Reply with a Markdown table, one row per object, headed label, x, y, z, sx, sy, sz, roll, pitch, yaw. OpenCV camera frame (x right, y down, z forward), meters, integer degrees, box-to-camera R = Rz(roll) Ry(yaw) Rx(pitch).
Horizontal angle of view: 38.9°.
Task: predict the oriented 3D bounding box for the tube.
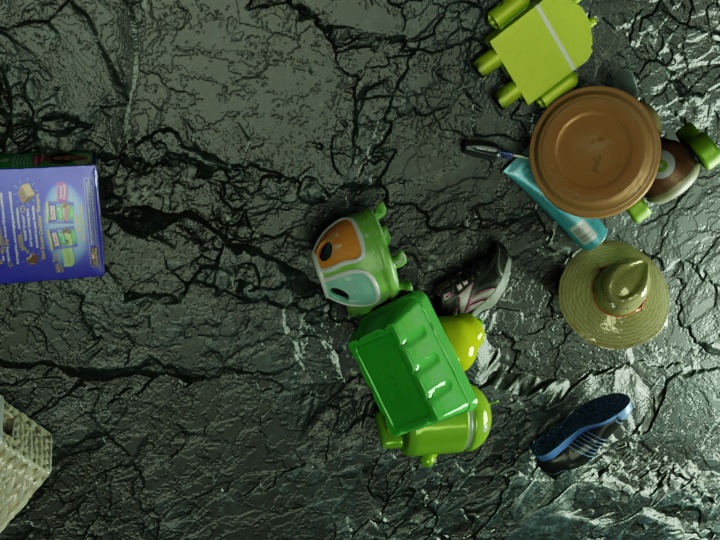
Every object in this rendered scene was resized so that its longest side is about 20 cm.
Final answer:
| label | x | y | z | sx | sy | sz | roll | pitch | yaw |
| --- | --- | --- | --- | --- | --- | --- | --- | --- | --- |
| tube | 0.321 | -0.117 | 1.649 | 0.077 | 0.050 | 0.200 | -46 | 108 | -5 |

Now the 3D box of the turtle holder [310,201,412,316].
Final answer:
| label | x | y | z | sx | sy | sz | roll | pitch | yaw |
| --- | --- | --- | --- | --- | --- | --- | --- | --- | --- |
| turtle holder | -0.004 | -0.011 | 1.565 | 0.130 | 0.186 | 0.142 | -20 | 81 | -4 |

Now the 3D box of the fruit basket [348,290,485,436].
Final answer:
| label | x | y | z | sx | sy | sz | roll | pitch | yaw |
| --- | --- | --- | --- | --- | --- | --- | --- | --- | --- |
| fruit basket | 0.101 | 0.133 | 1.577 | 0.155 | 0.217 | 0.216 | -26 | 119 | 33 |

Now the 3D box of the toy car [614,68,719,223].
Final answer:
| label | x | y | z | sx | sy | sz | roll | pitch | yaw |
| --- | --- | --- | --- | --- | --- | --- | --- | --- | --- |
| toy car | 0.433 | -0.210 | 1.596 | 0.164 | 0.158 | 0.200 | -38 | 103 | 14 |

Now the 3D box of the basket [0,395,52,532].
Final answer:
| label | x | y | z | sx | sy | sz | roll | pitch | yaw |
| --- | --- | --- | --- | --- | --- | --- | --- | --- | --- |
| basket | -0.564 | 0.309 | 1.525 | 0.123 | 0.136 | 0.200 | 38 | 98 | -25 |

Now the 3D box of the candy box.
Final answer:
| label | x | y | z | sx | sy | sz | roll | pitch | yaw |
| --- | --- | --- | --- | --- | --- | --- | --- | --- | --- |
| candy box | -0.468 | -0.075 | 1.440 | 0.197 | 0.077 | 0.171 | -4 | 112 | -14 |

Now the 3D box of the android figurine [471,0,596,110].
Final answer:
| label | x | y | z | sx | sy | sz | roll | pitch | yaw |
| --- | --- | --- | --- | --- | --- | --- | --- | --- | --- |
| android figurine | 0.270 | -0.341 | 1.554 | 0.199 | 0.041 | 0.182 | -39 | 114 | 2 |

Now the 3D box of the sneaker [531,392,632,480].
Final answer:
| label | x | y | z | sx | sy | sz | roll | pitch | yaw |
| --- | --- | --- | --- | --- | --- | --- | --- | --- | --- |
| sneaker | 0.402 | 0.295 | 1.812 | 0.199 | 0.070 | 0.078 | -32 | 119 | 5 |

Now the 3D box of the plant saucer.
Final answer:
| label | x | y | z | sx | sy | sz | roll | pitch | yaw |
| --- | --- | --- | --- | --- | --- | --- | --- | --- | --- |
| plant saucer | 0.355 | -0.181 | 1.553 | 0.198 | 0.032 | 0.203 | -1 | 88 | 19 |

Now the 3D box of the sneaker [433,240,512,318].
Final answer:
| label | x | y | z | sx | sy | sz | roll | pitch | yaw |
| --- | --- | --- | --- | --- | --- | --- | --- | --- | --- |
| sneaker | 0.166 | 0.036 | 1.645 | 0.086 | 0.080 | 0.201 | 28 | 100 | -21 |

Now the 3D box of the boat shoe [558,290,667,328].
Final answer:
| label | x | y | z | sx | sy | sz | roll | pitch | yaw |
| --- | --- | --- | --- | --- | --- | --- | --- | --- | --- |
| boat shoe | 0.431 | 0.043 | 1.725 | 0.200 | 0.072 | 0.061 | 18 | 78 | -10 |

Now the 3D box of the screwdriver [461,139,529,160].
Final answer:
| label | x | y | z | sx | sy | sz | roll | pitch | yaw |
| --- | --- | --- | --- | --- | --- | --- | --- | --- | --- |
| screwdriver | 0.254 | -0.176 | 1.604 | 0.198 | 0.028 | 0.029 | 13 | 64 | -8 |

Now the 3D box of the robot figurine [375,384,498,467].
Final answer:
| label | x | y | z | sx | sy | sz | roll | pitch | yaw |
| --- | --- | --- | --- | --- | --- | --- | --- | --- | --- |
| robot figurine | 0.128 | 0.246 | 1.691 | 0.197 | 0.116 | 0.177 | -1 | 137 | -15 |

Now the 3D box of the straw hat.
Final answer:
| label | x | y | z | sx | sy | sz | roll | pitch | yaw |
| --- | --- | --- | --- | --- | --- | --- | --- | --- | --- |
| straw hat | 0.425 | 0.025 | 1.644 | 0.198 | 0.085 | 0.203 | 3 | 66 | -7 |
